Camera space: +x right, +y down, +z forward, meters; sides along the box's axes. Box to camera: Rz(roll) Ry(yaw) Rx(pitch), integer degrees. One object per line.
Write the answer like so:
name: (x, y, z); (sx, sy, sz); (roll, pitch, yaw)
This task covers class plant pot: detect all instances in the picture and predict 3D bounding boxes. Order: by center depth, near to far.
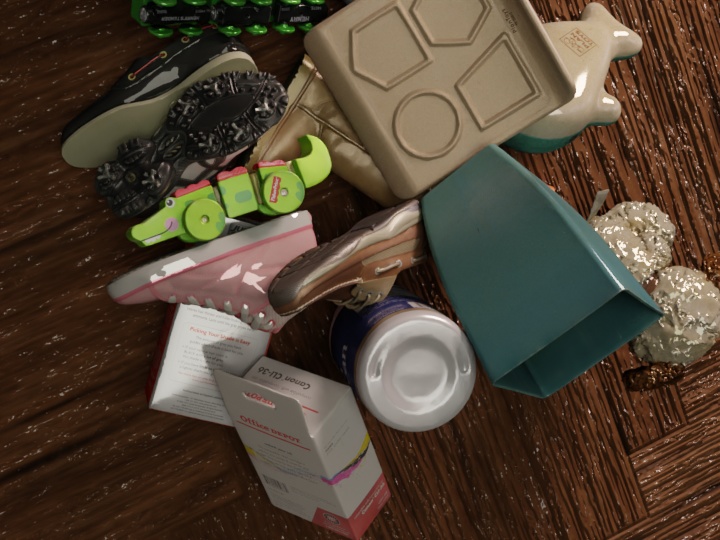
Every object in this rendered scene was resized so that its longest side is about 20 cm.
plant pot: (0.154, -0.008, 0.989); (0.141, 0.141, 0.200); (-38, 63, 17)

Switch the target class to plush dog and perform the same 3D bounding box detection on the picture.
plush dog: (0.288, 0.026, 1.083); (0.172, 0.160, 0.200); (33, 88, 24)

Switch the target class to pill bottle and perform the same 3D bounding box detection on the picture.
pill bottle: (0.031, 0.075, 1.026); (0.111, 0.200, 0.111); (-2, 100, -12)

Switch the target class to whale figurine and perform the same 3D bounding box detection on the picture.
whale figurine: (0.201, -0.198, 1.095); (0.159, 0.104, 0.200); (43, 61, 14)

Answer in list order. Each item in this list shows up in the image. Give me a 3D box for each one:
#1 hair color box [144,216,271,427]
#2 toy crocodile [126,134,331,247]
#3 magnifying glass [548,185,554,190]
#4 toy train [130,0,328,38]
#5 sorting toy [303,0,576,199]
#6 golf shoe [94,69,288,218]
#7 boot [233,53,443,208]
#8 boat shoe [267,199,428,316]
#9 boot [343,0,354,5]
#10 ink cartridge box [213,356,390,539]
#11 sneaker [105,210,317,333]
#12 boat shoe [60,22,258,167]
hair color box: (-0.139, 0.046, 1.051); (0.101, 0.061, 0.201); (16, 94, -17)
toy crocodile: (-0.118, -0.068, 0.965); (0.200, 0.067, 0.062); (-21, 96, -14)
magnifying glass: (0.113, -0.106, 1.118); (0.200, 0.022, 0.080); (17, 94, -15)
toy train: (-0.120, -0.245, 0.987); (0.200, 0.056, 0.042); (-12, 130, -37)
sorting toy: (0.074, -0.192, 0.997); (0.200, 0.036, 0.185); (-30, 99, 12)
golf shoe: (-0.152, -0.117, 1.001); (0.200, 0.094, 0.078); (-30, 78, 5)
boot: (-0.012, -0.094, 1.051); (0.200, 0.066, 0.175); (31, 96, -14)
boat shoe: (0.000, 0.000, 0.970); (0.200, 0.076, 0.072); (-31, 103, -39)
boot: (0.029, -0.240, 1.030); (0.200, 0.073, 0.091); (19, 93, 3)
ink cartridge box: (-0.054, 0.158, 1.019); (0.068, 0.116, 0.200); (-48, 137, -33)
sneaker: (-0.125, 0.021, 0.978); (0.200, 0.075, 0.105); (-19, 97, -17)
boat shoe: (-0.196, -0.164, 1.006); (0.201, 0.074, 0.063); (-30, 62, 0)
